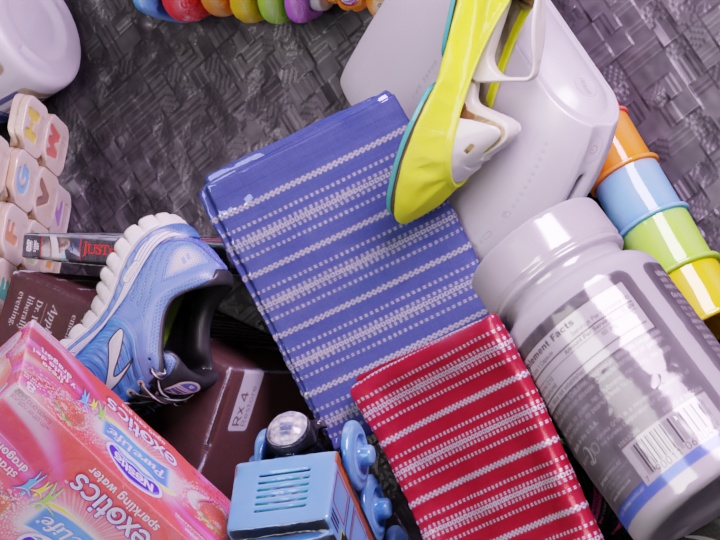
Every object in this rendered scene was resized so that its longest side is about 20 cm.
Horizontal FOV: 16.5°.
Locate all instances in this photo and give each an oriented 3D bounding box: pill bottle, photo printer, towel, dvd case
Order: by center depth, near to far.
[{"bbox_3d":[0.161,0.060,1.527,0.114,0.114,0.200,-43,68,22],"label":"pill bottle"},{"bbox_3d":[0.078,0.138,1.550,0.145,0.022,0.200,-27,87,46],"label":"towel"},{"bbox_3d":[0.000,0.000,1.612,0.145,0.024,0.200,-26,97,3],"label":"towel"},{"bbox_3d":[0.080,-0.107,1.635,0.200,0.069,0.166,60,136,27],"label":"photo printer"},{"bbox_3d":[-0.114,-0.012,1.735,0.200,0.146,0.022,3,92,31],"label":"dvd case"},{"bbox_3d":[-0.320,-0.148,1.881,0.200,0.111,0.111,-26,75,26],"label":"pill bottle"}]

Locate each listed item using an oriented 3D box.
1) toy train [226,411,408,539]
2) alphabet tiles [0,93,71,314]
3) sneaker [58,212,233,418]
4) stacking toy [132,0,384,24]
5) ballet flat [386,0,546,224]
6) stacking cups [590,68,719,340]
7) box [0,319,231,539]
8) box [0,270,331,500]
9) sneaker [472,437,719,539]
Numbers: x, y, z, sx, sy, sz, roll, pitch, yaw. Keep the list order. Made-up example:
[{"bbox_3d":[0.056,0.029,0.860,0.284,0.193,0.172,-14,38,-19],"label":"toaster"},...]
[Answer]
[{"bbox_3d":[-0.022,0.182,1.600,0.087,0.200,0.114,-7,43,16],"label":"toy train"},{"bbox_3d":[-0.244,-0.020,1.778,0.015,0.196,0.200,7,78,13],"label":"alphabet tiles"},{"bbox_3d":[-0.147,0.066,1.600,0.089,0.079,0.200,35,103,30],"label":"sneaker"},{"bbox_3d":[-0.053,-0.211,1.746,0.200,0.110,0.116,18,94,19],"label":"stacking toy"},{"bbox_3d":[0.074,-0.115,1.544,0.067,0.067,0.200,22,102,20],"label":"ballet flat"},{"bbox_3d":[0.181,-0.043,1.621,0.060,0.060,0.200,-38,65,23],"label":"stacking cups"},{"bbox_3d":[-0.174,0.144,1.550,0.103,0.095,0.200,-39,109,15],"label":"box"},{"bbox_3d":[-0.146,0.110,1.736,0.200,0.164,0.166,23,98,29],"label":"box"},{"bbox_3d":[0.160,0.155,1.585,0.200,0.084,0.077,13,107,9],"label":"sneaker"}]
